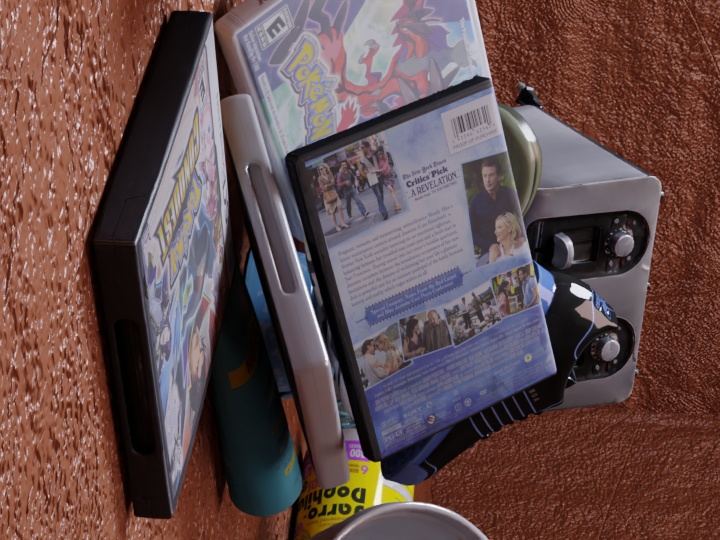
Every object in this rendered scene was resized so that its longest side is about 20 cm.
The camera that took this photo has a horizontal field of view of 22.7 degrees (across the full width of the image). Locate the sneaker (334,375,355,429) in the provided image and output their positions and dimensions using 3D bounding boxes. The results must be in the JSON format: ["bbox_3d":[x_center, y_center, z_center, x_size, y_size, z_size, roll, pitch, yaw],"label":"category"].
[{"bbox_3d":[-0.004,0.149,1.729,0.200,0.077,0.087,82,15,-61],"label":"sneaker"}]

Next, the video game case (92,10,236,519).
[{"bbox_3d":[-0.097,-0.006,0.938,0.201,0.025,0.182,-81,172,-50],"label":"video game case"}]

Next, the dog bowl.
[{"bbox_3d":[-0.049,0.041,1.335,0.200,0.049,0.113,57,36,-81],"label":"dog bowl"}]

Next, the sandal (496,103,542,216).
[{"bbox_3d":[0.068,-0.021,1.206,0.057,0.080,0.202,-29,140,-39],"label":"sandal"}]

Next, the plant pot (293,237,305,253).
[{"bbox_3d":[0.034,-0.018,1.512,0.200,0.198,0.178,44,58,-82],"label":"plant pot"}]

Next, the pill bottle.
[{"bbox_3d":[-0.009,0.247,1.570,0.105,0.103,0.201,86,8,-51],"label":"pill bottle"}]

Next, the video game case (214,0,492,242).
[{"bbox_3d":[0.003,-0.137,1.179,0.182,0.023,0.201,-39,142,-16],"label":"video game case"}]

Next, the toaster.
[{"bbox_3d":[0.117,-0.017,1.318,0.200,0.118,0.182,41,-48,52],"label":"toaster"}]

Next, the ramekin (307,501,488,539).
[{"bbox_3d":[0.019,0.288,1.438,0.105,0.199,0.202,-19,-116,62],"label":"ramekin"}]

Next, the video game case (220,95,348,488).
[{"bbox_3d":[-0.045,0.018,1.108,0.200,0.023,0.183,84,-10,-65],"label":"video game case"}]

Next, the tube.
[{"bbox_3d":[-0.075,0.075,1.145,0.078,0.050,0.201,-95,177,-46],"label":"tube"}]

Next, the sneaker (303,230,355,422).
[{"bbox_3d":[0.000,0.000,1.229,0.130,0.079,0.201,-134,-150,-77],"label":"sneaker"}]

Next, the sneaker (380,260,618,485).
[{"bbox_3d":[0.092,0.082,1.210,0.200,0.078,0.070,-52,-154,30],"label":"sneaker"}]

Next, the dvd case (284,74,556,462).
[{"bbox_3d":[0.040,0.000,1.089,0.018,0.142,0.201,21,-50,59],"label":"dvd case"}]
